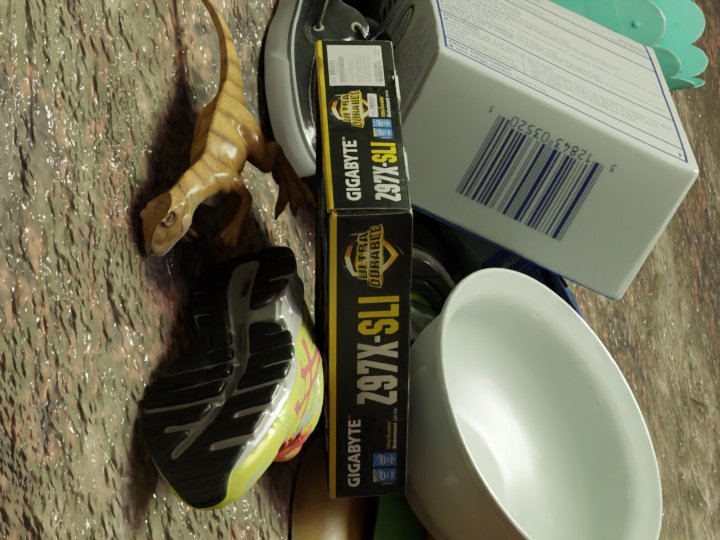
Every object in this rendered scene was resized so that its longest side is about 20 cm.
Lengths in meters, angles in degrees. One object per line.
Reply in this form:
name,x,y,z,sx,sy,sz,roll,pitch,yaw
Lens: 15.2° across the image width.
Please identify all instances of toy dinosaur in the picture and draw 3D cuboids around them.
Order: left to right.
toy dinosaur,-0.070,-0.074,1.459,0.201,0.060,0.107,-81,151,-47

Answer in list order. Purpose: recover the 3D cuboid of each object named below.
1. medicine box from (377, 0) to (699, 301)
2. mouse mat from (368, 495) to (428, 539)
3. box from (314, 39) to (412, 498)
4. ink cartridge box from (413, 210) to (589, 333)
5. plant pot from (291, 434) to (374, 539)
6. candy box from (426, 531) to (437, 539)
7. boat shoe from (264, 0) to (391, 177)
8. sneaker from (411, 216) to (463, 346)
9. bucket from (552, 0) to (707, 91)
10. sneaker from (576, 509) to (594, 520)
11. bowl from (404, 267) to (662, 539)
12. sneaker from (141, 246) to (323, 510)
medicine box,0.096,-0.098,1.688,0.181,0.103,0.200,24,23,-15
mouse mat,0.040,0.155,1.636,0.201,0.007,0.161,-82,153,-43
box,0.000,0.000,1.490,0.160,0.049,0.201,-98,-173,-51
ink cartridge box,0.088,0.002,1.742,0.200,0.042,0.120,47,-12,45
plant pot,0.011,0.192,1.577,0.200,0.027,0.202,-12,90,-72
candy box,0.065,0.220,1.615,0.102,0.026,0.201,62,23,-43
boat shoe,-0.012,-0.139,1.656,0.201,0.066,0.070,-81,151,-47
sneaker,0.050,0.029,1.732,0.200,0.073,0.081,63,15,-48
bucket,0.191,-0.231,2.196,0.207,0.134,0.209,-13,90,-71
sneaker,0.126,0.232,1.704,0.083,0.071,0.201,-88,-169,-48
bowl,0.083,0.107,1.594,0.201,0.090,0.202,34,40,-33
sneaker,-0.053,0.070,1.393,0.200,0.078,0.091,-71,146,-58
